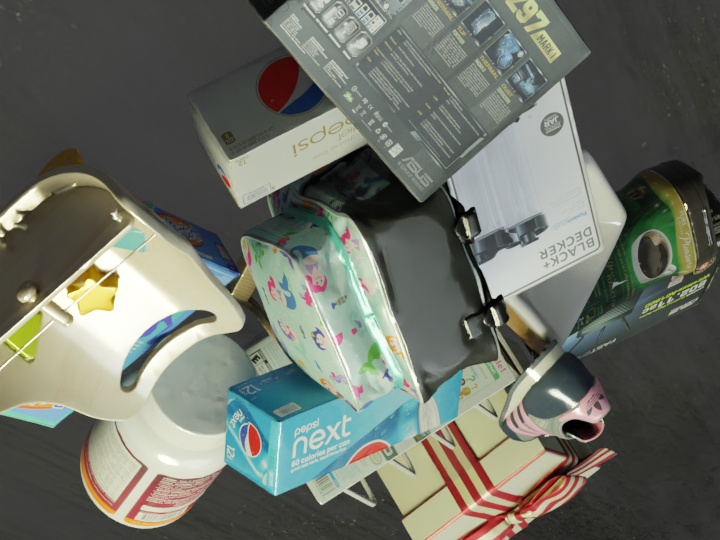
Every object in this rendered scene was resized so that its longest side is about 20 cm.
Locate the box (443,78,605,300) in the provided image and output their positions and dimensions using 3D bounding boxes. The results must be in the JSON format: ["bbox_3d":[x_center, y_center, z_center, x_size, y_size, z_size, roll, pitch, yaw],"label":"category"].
[{"bbox_3d":[0.106,-0.084,1.487,0.116,0.060,0.201,-25,123,-14],"label":"box"}]

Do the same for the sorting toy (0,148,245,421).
[{"bbox_3d":[-0.177,0.028,1.345,0.200,0.107,0.180,-39,130,16],"label":"sorting toy"}]

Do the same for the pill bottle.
[{"bbox_3d":[-0.154,0.127,1.588,0.109,0.110,0.200,-18,163,-29],"label":"pill bottle"}]

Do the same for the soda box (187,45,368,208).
[{"bbox_3d":[-0.016,-0.126,1.366,0.199,0.068,0.064,-27,152,-12],"label":"soda box"}]

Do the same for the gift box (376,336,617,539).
[{"bbox_3d":[0.128,0.177,1.960,0.184,0.187,0.200,-41,153,19],"label":"gift box"}]

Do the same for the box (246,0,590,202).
[{"bbox_3d":[0.040,-0.162,1.284,0.158,0.051,0.200,-41,131,4],"label":"box"}]

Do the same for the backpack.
[{"bbox_3d":[0.000,0.000,1.458,0.150,0.200,0.178,-26,115,-10],"label":"backpack"}]

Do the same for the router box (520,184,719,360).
[{"bbox_3d":[0.264,0.011,1.964,0.199,0.062,0.150,-24,155,-19],"label":"router box"}]

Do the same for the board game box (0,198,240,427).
[{"bbox_3d":[-0.207,0.033,1.464,0.200,0.045,0.152,-39,156,12],"label":"board game box"}]

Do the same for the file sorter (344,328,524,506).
[{"bbox_3d":[0.043,0.104,1.800,0.199,0.125,0.139,-36,156,6],"label":"file sorter"}]

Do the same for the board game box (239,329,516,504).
[{"bbox_3d":[0.010,0.082,1.678,0.199,0.148,0.064,-31,-178,-1],"label":"board game box"}]

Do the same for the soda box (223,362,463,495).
[{"bbox_3d":[-0.010,0.103,1.529,0.199,0.064,0.068,-19,125,-39],"label":"soda box"}]

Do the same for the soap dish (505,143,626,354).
[{"bbox_3d":[0.147,-0.029,1.668,0.158,0.081,0.200,-63,155,-6],"label":"soap dish"}]

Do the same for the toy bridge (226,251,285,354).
[{"bbox_3d":[-0.022,0.050,1.601,0.199,0.027,0.067,23,108,-24],"label":"toy bridge"}]

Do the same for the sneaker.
[{"bbox_3d":[0.173,0.128,1.733,0.070,0.082,0.200,-47,168,-11],"label":"sneaker"}]

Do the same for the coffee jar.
[{"bbox_3d":[0.235,-0.021,1.825,0.199,0.085,0.105,-26,121,-14],"label":"coffee jar"}]
